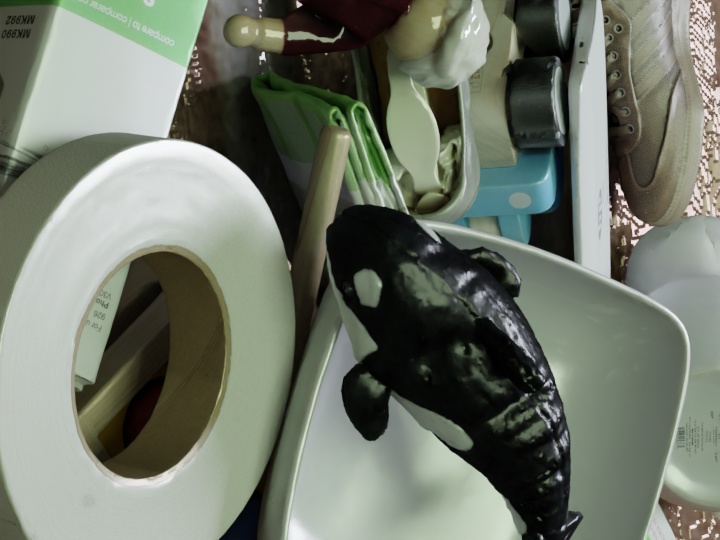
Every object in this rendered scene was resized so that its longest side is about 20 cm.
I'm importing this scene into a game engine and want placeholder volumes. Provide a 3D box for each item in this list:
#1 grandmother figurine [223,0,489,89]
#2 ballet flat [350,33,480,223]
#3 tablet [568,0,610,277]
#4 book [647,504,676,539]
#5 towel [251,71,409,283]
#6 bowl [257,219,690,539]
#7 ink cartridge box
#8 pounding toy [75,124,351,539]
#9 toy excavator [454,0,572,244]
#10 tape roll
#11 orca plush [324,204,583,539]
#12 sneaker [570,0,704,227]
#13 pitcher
[{"bbox_3d":[-0.016,-0.151,1.405,0.200,0.121,0.061,33,27,-27],"label":"grandmother figurine"},{"bbox_3d":[0.024,-0.118,1.487,0.064,0.067,0.201,-36,117,-78],"label":"ballet flat"},{"bbox_3d":[0.126,-0.041,1.618,0.130,0.014,0.201,-75,163,-60],"label":"tablet"},{"bbox_3d":[0.128,0.211,1.646,0.134,0.048,0.200,57,39,-30],"label":"book"},{"bbox_3d":[0.000,0.000,1.514,0.031,0.149,0.201,-26,107,-16],"label":"towel"},{"bbox_3d":[0.044,0.085,1.418,0.199,0.075,0.200,19,85,-29],"label":"bowl"},{"bbox_3d":[-0.164,-0.054,1.365,0.084,0.146,0.201,25,75,-38],"label":"ink cartridge box"},{"bbox_3d":[-0.068,0.060,1.451,0.200,0.142,0.184,-47,119,-29],"label":"pounding toy"},{"bbox_3d":[0.073,-0.032,1.595,0.200,0.099,0.195,72,19,-45],"label":"toy excavator"},{"bbox_3d":[-0.104,0.040,1.301,0.202,0.037,0.204,-16,110,-51],"label":"tape roll"},{"bbox_3d":[0.054,0.059,1.340,0.105,0.071,0.201,-25,106,-23],"label":"orca plush"},{"bbox_3d":[0.149,-0.125,1.698,0.075,0.070,0.201,1,87,-21],"label":"sneaker"},{"bbox_3d":[0.197,0.079,1.660,0.200,0.121,0.172,-83,164,-71],"label":"pitcher"}]
